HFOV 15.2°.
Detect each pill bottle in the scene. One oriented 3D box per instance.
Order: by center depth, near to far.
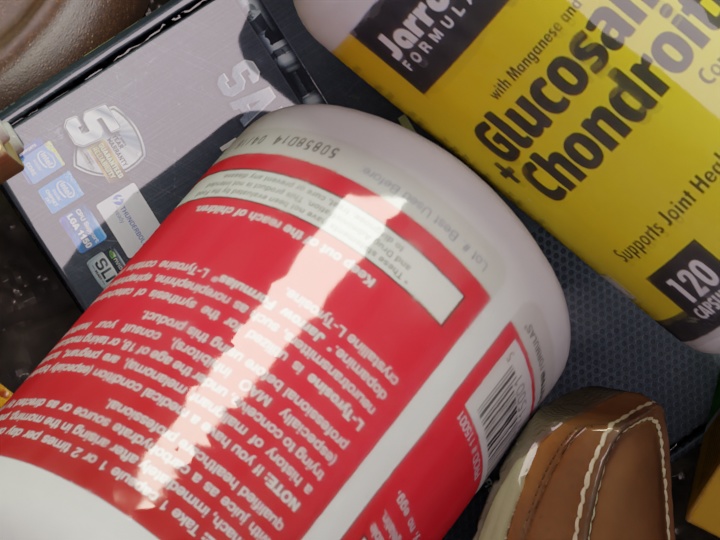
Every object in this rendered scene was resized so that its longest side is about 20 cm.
[{"bbox_3d":[-0.041,0.060,0.701,0.112,0.112,0.200,42,62,-4],"label":"pill bottle"},{"bbox_3d":[0.053,-0.079,0.709,0.200,0.112,0.112,39,85,-4],"label":"pill bottle"}]

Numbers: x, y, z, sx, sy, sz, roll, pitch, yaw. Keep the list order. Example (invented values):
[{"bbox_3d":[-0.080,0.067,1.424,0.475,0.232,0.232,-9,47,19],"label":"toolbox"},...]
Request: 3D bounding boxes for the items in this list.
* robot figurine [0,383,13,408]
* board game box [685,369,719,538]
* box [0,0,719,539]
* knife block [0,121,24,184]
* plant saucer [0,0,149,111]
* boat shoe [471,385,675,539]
[{"bbox_3d":[-0.061,0.133,0.793,0.200,0.058,0.145,39,119,1],"label":"robot figurine"},{"bbox_3d":[0.202,0.062,0.795,0.200,0.153,0.040,27,123,0],"label":"board game box"},{"bbox_3d":[0.000,0.000,0.820,0.158,0.051,0.200,-33,99,-7],"label":"box"},{"bbox_3d":[-0.188,-0.026,0.719,0.175,0.064,0.200,-30,90,-4],"label":"knife block"},{"bbox_3d":[-0.156,-0.123,0.823,0.200,0.032,0.200,0,90,-7],"label":"plant saucer"},{"bbox_3d":[0.073,0.131,0.750,0.074,0.076,0.200,16,116,33],"label":"boat shoe"}]
